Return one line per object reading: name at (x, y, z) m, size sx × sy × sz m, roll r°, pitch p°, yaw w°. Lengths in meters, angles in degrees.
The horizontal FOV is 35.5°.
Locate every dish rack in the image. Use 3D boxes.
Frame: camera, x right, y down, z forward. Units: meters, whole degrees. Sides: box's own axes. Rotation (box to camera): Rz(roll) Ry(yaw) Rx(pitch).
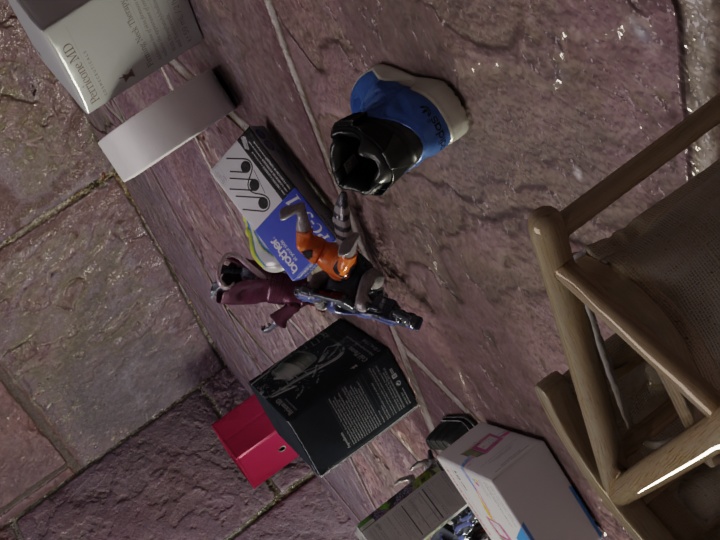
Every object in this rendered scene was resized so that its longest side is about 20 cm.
dish rack at (0.174, 0.303, 1.604) m, size 0.201 × 0.054 × 0.153 m, roll 54°, pitch 168°, yaw 0°

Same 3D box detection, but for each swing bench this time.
swing bench at (0.191, 0.016, 0.518) m, size 0.130 × 0.198 × 0.201 m, roll 47°, pitch 164°, yaw 31°

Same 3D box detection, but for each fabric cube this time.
fabric cube at (-0.359, 0.583, 3.865) m, size 0.200 × 0.198 × 0.197 m, roll 43°, pitch 161°, yaw 41°

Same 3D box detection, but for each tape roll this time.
tape roll at (-0.283, -0.211, 1.647) m, size 0.071 × 0.202 × 0.202 m, roll 56°, pitch 167°, yaw -11°

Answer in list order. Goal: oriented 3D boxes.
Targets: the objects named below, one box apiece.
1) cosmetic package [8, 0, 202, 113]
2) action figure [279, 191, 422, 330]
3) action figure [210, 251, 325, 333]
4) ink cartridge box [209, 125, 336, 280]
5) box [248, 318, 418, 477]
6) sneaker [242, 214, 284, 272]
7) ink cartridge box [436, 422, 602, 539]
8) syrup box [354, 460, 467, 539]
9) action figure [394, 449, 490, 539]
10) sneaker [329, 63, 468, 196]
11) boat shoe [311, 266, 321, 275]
cosmetic package at (-0.357, -0.363, 1.544) m, size 0.166 × 0.199 × 0.168 m, roll 47°, pitch 165°, yaw 32°
action figure at (0.000, 0.000, 1.438) m, size 0.198 × 0.105 × 0.194 m, roll 16°, pitch 155°, yaw 28°
action figure at (-0.142, 0.019, 1.860) m, size 0.198 × 0.135 × 0.149 m, roll 13°, pitch 153°, yaw -5°
ink cartridge box at (-0.113, -0.094, 1.554) m, size 0.201 × 0.094 × 0.044 m, roll 51°, pitch -155°, yaw 12°
box at (-0.047, 0.200, 1.819) m, size 0.125 × 0.196 × 0.200 m, roll 60°, pitch 165°, yaw -23°
sneaker at (-0.148, -0.088, 1.667) m, size 0.201 × 0.075 × 0.106 m, roll -115°, pitch 3°, yaw -47°
ink cartridge box at (0.193, 0.279, 1.404) m, size 0.145 × 0.084 × 0.200 m, roll 57°, pitch 168°, yaw -7°
syrup box at (0.093, 0.360, 1.701) m, size 0.082 × 0.199 × 0.079 m, roll 50°, pitch 166°, yaw 13°
action figure at (0.158, 0.387, 1.850) m, size 0.194 × 0.104 × 0.200 m, roll 46°, pitch 141°, yaw 8°
sneaker at (0.007, -0.125, 1.019) m, size 0.077 × 0.111 × 0.200 m, roll 61°, pitch 166°, yaw -24°
boat shoe at (-0.059, -0.026, 1.607) m, size 0.201 × 0.062 × 0.071 m, roll 54°, pitch 165°, yaw 0°
